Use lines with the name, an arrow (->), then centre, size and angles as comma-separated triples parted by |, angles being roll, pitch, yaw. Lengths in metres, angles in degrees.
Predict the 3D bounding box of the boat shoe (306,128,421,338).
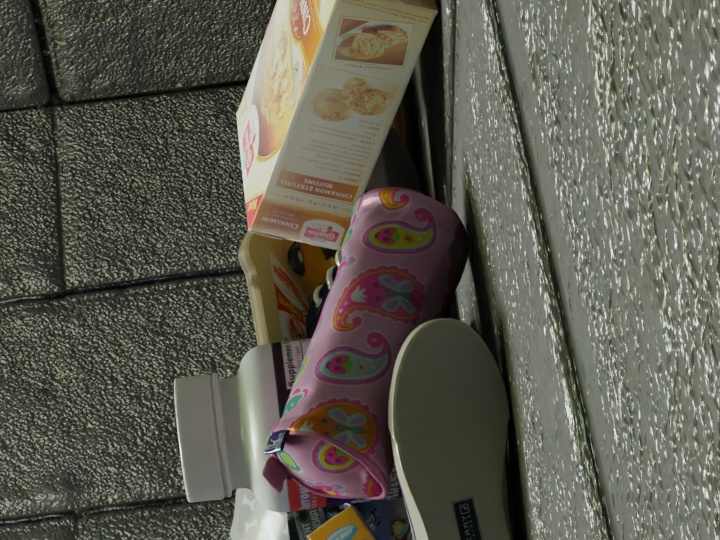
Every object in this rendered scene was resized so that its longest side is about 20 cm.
boat shoe -> 0.000, 0.000, 1.493 | 0.075, 0.092, 0.201 | 21, -122, -63

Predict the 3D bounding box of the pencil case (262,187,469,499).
pencil case -> 0.004, 0.047, 1.269 | 0.088, 0.087, 0.201 | 88, -160, -59

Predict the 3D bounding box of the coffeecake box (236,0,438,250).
coffeecake box -> -0.021, -0.142, 1.431 | 0.154, 0.073, 0.201 | -101, 27, -53

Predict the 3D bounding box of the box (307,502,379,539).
box -> 0.034, 0.234, 1.267 | 0.200, 0.041, 0.119 | 52, 176, 43

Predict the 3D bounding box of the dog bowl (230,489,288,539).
dog bowl -> -0.029, 0.229, 1.977 | 0.200, 0.199, 0.059 | -103, 24, -65

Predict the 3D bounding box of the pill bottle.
pill bottle -> -0.020, 0.099, 1.351 | 0.111, 0.199, 0.112 | 173, 90, -87

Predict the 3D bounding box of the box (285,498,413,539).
box -> 0.023, 0.210, 1.391 | 0.040, 0.136, 0.201 | 83, 178, -65

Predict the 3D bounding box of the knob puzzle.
knob puzzle -> -0.050, 0.048, 1.580 | 0.220, 0.030, 0.220 | 58, -165, -26

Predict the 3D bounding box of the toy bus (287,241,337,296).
toy bus -> -0.022, -0.085, 1.591 | 0.065, 0.078, 0.201 | -31, 67, 60

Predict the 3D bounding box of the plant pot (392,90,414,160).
plant pot -> -0.013, -0.106, 1.672 | 0.200, 0.027, 0.201 | 7, 99, 54

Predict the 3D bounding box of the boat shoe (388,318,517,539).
boat shoe -> 0.052, 0.129, 1.231 | 0.093, 0.074, 0.201 | 173, 90, -81
